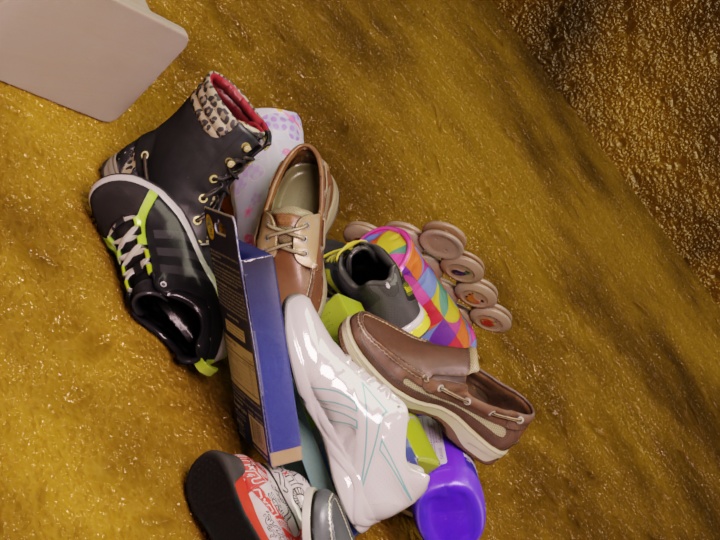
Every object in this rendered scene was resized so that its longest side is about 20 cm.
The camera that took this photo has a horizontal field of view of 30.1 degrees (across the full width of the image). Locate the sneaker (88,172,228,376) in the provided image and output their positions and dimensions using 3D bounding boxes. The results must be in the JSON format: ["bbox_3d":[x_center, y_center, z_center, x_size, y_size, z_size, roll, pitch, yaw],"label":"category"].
[{"bbox_3d":[-0.175,0.000,1.162,0.201,0.072,0.083,52,23,4],"label":"sneaker"}]

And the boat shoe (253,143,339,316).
[{"bbox_3d":[-0.065,-0.028,1.205,0.074,0.075,0.201,80,13,-54],"label":"boat shoe"}]

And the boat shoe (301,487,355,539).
[{"bbox_3d":[0.006,0.247,1.027,0.073,0.061,0.202,-72,147,-63],"label":"boat shoe"}]

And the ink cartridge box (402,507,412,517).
[{"bbox_3d":[0.019,0.150,1.338,0.199,0.043,0.199,30,30,-39],"label":"ink cartridge box"}]

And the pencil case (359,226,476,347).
[{"bbox_3d":[0.057,0.041,1.450,0.200,0.088,0.089,55,13,-42],"label":"pencil case"}]

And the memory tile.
[{"bbox_3d":[0.077,0.010,1.494,0.200,0.152,0.017,55,47,-45],"label":"memory tile"}]

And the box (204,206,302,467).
[{"bbox_3d":[-0.089,0.048,1.098,0.121,0.032,0.202,-158,-122,-71],"label":"box"}]

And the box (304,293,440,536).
[{"bbox_3d":[-0.014,0.136,1.187,0.048,0.122,0.201,21,36,-53],"label":"box"}]

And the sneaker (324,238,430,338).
[{"bbox_3d":[0.000,0.000,1.302,0.200,0.074,0.085,34,-30,51],"label":"sneaker"}]

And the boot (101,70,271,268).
[{"bbox_3d":[-0.135,-0.063,1.226,0.204,0.153,0.073,56,23,13],"label":"boot"}]

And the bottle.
[{"bbox_3d":[0.072,0.170,1.249,0.200,0.065,0.084,-97,176,-62],"label":"bottle"}]

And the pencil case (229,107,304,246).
[{"bbox_3d":[-0.090,-0.060,1.325,0.083,0.090,0.202,19,57,-45],"label":"pencil case"}]

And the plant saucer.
[{"bbox_3d":[-0.049,0.169,1.137,0.019,0.070,0.201,-12,62,-23],"label":"plant saucer"}]

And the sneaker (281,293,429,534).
[{"bbox_3d":[-0.007,0.108,1.096,0.070,0.080,0.202,-137,-156,-87],"label":"sneaker"}]

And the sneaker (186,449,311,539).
[{"bbox_3d":[-0.057,0.230,1.029,0.108,0.067,0.202,21,33,-46],"label":"sneaker"}]

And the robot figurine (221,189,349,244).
[{"bbox_3d":[-0.070,-0.036,1.437,0.200,0.058,0.145,48,25,-6],"label":"robot figurine"}]

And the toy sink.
[{"bbox_3d":[-0.284,-0.247,1.268,0.199,0.130,0.113,18,37,-51],"label":"toy sink"}]

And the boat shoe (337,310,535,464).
[{"bbox_3d":[0.071,0.087,1.163,0.202,0.075,0.075,36,26,-28],"label":"boat shoe"}]
